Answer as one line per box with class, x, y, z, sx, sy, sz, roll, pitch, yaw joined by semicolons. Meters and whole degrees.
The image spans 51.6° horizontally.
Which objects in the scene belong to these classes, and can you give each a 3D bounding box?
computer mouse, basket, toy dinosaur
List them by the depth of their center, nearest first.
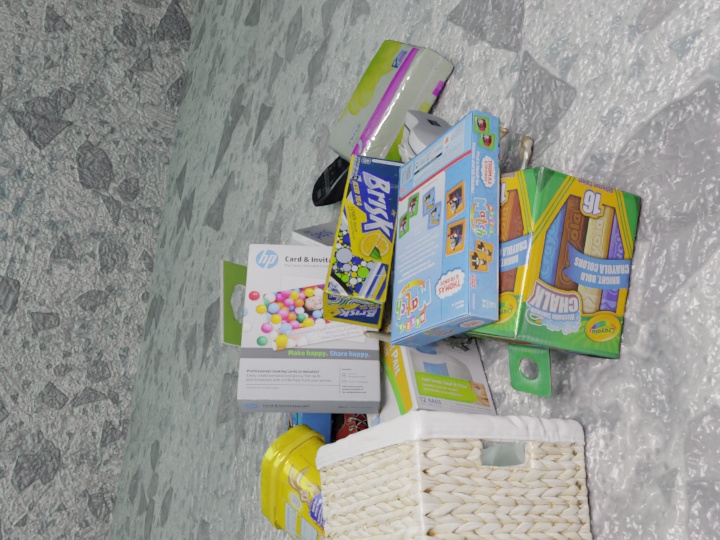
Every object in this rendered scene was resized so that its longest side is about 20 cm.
basket;0.087;0.231;0.702;0.200;0.198;0.161;-39;49;52
toy dinosaur;0.102;0.051;0.841;0.088;0.200;0.048;38;141;25
computer mouse;-0.009;-0.160;1.262;0.200;0.046;0.141;-49;33;27

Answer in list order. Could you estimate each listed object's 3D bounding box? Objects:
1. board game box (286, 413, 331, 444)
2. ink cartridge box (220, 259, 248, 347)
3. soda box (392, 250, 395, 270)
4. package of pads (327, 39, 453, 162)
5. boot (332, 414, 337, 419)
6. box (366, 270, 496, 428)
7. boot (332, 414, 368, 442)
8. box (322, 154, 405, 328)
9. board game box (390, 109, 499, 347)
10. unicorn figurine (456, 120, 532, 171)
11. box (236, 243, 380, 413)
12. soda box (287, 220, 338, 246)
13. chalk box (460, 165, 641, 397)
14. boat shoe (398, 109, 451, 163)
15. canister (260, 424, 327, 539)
board game box;-0.081;0.244;1.129;0.152;0.045;0.200;-121;31;-62
ink cartridge box;-0.108;0.083;0.997;0.076;0.200;0.148;-51;34;36
soda box;0.000;0.000;1.006;0.200;0.070;0.063;-43;-5;-45
package of pads;0.038;-0.248;1.136;0.200;0.068;0.155;-59;30;8
boot;-0.023;0.117;1.110;0.200;0.074;0.155;-50;40;49
box;0.069;0.112;0.886;0.101;0.112;0.200;-55;32;39
boot;0.010;0.230;1.006;0.200;0.072;0.144;135;142;-53
box;0.006;-0.037;0.866;0.064;0.070;0.200;97;-178;-58
board game box;0.081;-0.035;0.737;0.151;0.037;0.200;149;129;-61
unicorn figurine;0.146;-0.110;0.899;0.200;0.074;0.138;-99;29;-69
box;-0.056;0.064;0.858;0.041;0.156;0.200;97;174;-57
soda box;-0.044;-0.029;1.114;0.064;0.068;0.200;-70;-15;14
chalk box;0.168;0.017;0.714;0.125;0.124;0.200;-1;77;65
boat shoe;0.079;-0.145;0.909;0.200;0.072;0.066;-107;30;-65
canister;-0.024;0.301;0.900;0.200;0.087;0.149;32;133;33
